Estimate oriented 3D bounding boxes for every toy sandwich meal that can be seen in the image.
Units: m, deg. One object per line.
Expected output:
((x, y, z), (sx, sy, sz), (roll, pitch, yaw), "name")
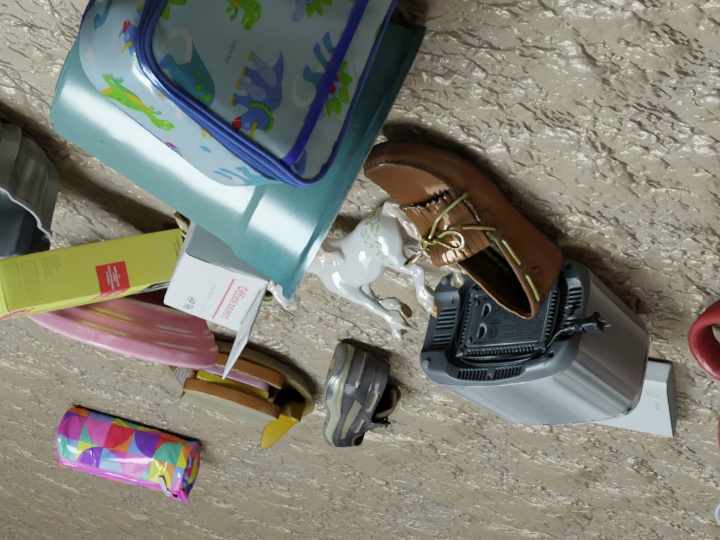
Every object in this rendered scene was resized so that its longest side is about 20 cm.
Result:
((-0.141, 0.141, 1.776), (0.202, 0.071, 0.206), (15, 156, 6), "toy sandwich meal")

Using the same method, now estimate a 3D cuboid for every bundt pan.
((-0.357, -0.089, 1.411), (0.199, 0.077, 0.202), (14, 156, 7), "bundt pan")

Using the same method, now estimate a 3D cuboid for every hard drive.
((0.201, 0.109, 1.523), (0.197, 0.027, 0.132), (10, 155, 19), "hard drive")

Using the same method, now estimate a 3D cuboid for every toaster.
((0.158, 0.063, 1.348), (0.198, 0.115, 0.129), (-9, 149, 42), "toaster")

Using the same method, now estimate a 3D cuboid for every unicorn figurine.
((0.000, 0.000, 1.344), (0.137, 0.074, 0.200), (40, 121, -12), "unicorn figurine")

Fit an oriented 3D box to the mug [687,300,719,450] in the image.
((0.348, 0.092, 1.258), (0.175, 0.135, 0.201), (13, 153, 6), "mug")

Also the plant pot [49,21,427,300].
((-0.087, -0.114, 1.045), (0.194, 0.202, 0.200), (27, 156, -4), "plant pot")

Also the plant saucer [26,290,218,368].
((-0.233, 0.044, 1.577), (0.198, 0.051, 0.201), (17, -176, -1), "plant saucer")

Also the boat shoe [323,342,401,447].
((0.002, 0.145, 1.681), (0.072, 0.075, 0.200), (14, 158, 8), "boat shoe")

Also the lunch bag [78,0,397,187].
((-0.055, -0.157, 0.895), (0.082, 0.202, 0.160), (3, 152, 45), "lunch bag")

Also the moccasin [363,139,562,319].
((0.076, -0.030, 1.233), (0.073, 0.078, 0.201), (-6, 143, 43), "moccasin")

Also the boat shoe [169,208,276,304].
((-0.117, -0.038, 1.369), (0.073, 0.067, 0.200), (-3, 149, 38), "boat shoe")

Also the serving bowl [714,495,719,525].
((0.453, 0.231, 1.565), (0.198, 0.066, 0.201), (15, 156, 7), "serving bowl")

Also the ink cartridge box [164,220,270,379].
((-0.092, -0.034, 1.191), (0.067, 0.202, 0.116), (20, 157, -7), "ink cartridge box")

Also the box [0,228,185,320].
((-0.250, 0.004, 1.445), (0.198, 0.051, 0.075), (-11, 176, -38), "box")

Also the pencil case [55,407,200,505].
((-0.307, 0.244, 2.107), (0.197, 0.089, 0.089), (15, 157, 8), "pencil case")
